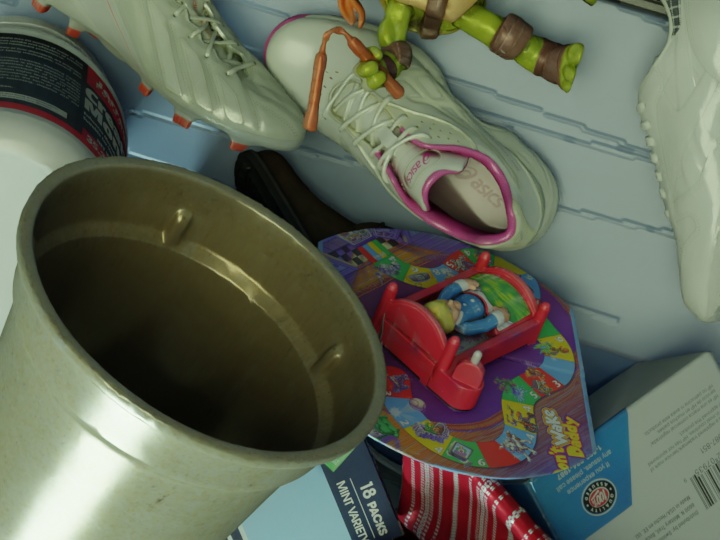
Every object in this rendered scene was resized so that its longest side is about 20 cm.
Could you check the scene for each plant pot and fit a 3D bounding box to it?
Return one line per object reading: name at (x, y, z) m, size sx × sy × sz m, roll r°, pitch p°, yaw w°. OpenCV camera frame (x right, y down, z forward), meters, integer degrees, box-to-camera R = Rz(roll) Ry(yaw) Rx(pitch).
plant pot at (-0.118, 0.077, 1.027) m, size 0.200 × 0.201 × 0.184 m, roll 37°, pitch 121°, yaw 1°

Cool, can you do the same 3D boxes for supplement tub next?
supplement tub at (-0.202, -0.055, 1.147) m, size 0.140 × 0.200 × 0.141 m, roll -2°, pitch 116°, yaw -4°

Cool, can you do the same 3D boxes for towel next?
towel at (0.088, 0.171, 1.108) m, size 0.022 × 0.145 × 0.200 m, roll -36°, pitch 68°, yaw -18°

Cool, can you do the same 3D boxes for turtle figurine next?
turtle figurine at (0.050, -0.151, 1.157) m, size 0.161 × 0.064 × 0.201 m, roll 16°, pitch 72°, yaw 1°

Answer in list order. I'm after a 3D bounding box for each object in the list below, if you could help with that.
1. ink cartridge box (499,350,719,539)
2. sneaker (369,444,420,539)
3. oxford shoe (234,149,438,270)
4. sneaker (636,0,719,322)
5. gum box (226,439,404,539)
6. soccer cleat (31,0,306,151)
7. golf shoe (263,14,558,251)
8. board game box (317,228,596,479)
ink cartridge box at (0.177, 0.170, 1.168) m, size 0.145 × 0.084 × 0.201 m, roll -32°, pitch 96°, yaw -25°
sneaker at (-0.013, 0.139, 1.233) m, size 0.199 × 0.079 × 0.074 m, roll 21°, pitch 107°, yaw 7°
oxford shoe at (0.000, 0.000, 1.213) m, size 0.084 × 0.073 × 0.200 m, roll -36°, pitch 81°, yaw -21°
sneaker at (0.198, -0.071, 1.159) m, size 0.080 × 0.076 × 0.201 m, roll 10°, pitch 104°, yaw 26°
gum box at (-0.099, 0.109, 1.157) m, size 0.199 × 0.045 × 0.171 m, roll -23°, pitch 100°, yaw -2°
soccer cleat at (-0.107, -0.142, 1.181) m, size 0.200 × 0.069 × 0.078 m, roll 37°, pitch 110°, yaw 15°
golf shoe at (0.026, -0.081, 1.171) m, size 0.200 × 0.092 × 0.075 m, roll 34°, pitch 107°, yaw 3°
board game box at (0.057, 0.029, 1.113) m, size 0.157 × 0.200 × 0.039 m, roll 14°, pitch 127°, yaw -12°
